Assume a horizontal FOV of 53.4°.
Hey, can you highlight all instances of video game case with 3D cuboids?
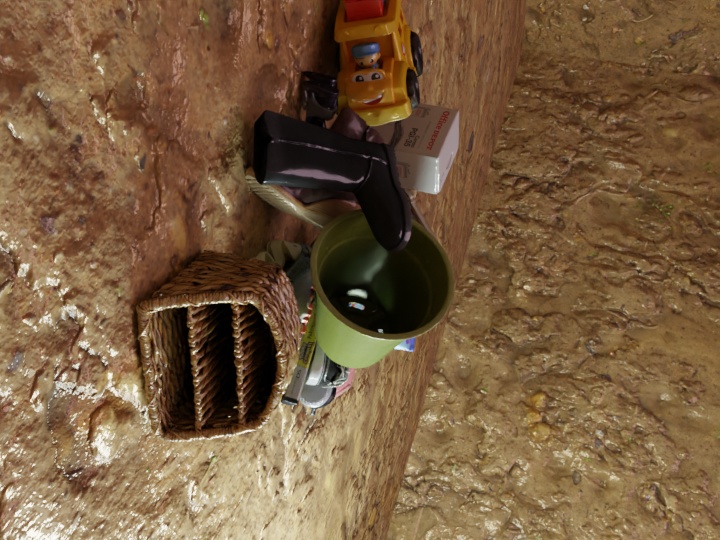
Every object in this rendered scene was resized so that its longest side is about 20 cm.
[{"bbox_3d":[-0.095,0.133,1.194,0.200,0.025,0.182,126,-19,-76],"label":"video game case"}]

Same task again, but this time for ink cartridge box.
[{"bbox_3d":[0.060,-0.224,1.242,0.083,0.198,0.147,86,22,-47],"label":"ink cartridge box"}]

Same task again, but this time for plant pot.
[{"bbox_3d":[0.009,0.049,1.024,0.190,0.199,0.201,115,-1,-55],"label":"plant pot"}]

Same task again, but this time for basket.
[{"bbox_3d":[-0.156,0.101,0.839,0.149,0.141,0.202,-53,151,-58],"label":"basket"}]

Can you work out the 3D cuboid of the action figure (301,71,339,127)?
[{"bbox_3d":[-0.069,-0.186,1.072,0.130,0.069,0.202,-64,165,-61],"label":"action figure"}]

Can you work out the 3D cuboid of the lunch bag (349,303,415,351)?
[{"bbox_3d":[0.027,0.020,1.170,0.094,0.149,0.202,-84,-179,-58],"label":"lunch bag"}]

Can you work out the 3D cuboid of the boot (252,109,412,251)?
[{"bbox_3d":[-0.037,-0.110,0.913,0.066,0.199,0.166,-40,-128,41],"label":"boot"}]

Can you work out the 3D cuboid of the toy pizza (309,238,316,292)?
[{"bbox_3d":[0.000,0.000,1.230,0.032,0.198,0.202,-81,174,-53],"label":"toy pizza"}]

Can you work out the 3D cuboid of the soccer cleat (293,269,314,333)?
[{"bbox_3d":[-0.111,0.037,1.106,0.200,0.077,0.070,-92,-159,-73],"label":"soccer cleat"}]

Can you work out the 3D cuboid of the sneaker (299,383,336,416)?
[{"bbox_3d":[-0.070,0.174,1.357,0.114,0.075,0.202,94,11,-62],"label":"sneaker"}]

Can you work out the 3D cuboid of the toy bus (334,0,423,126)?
[{"bbox_3d":[0.016,-0.346,1.082,0.193,0.134,0.201,73,18,-48],"label":"toy bus"}]

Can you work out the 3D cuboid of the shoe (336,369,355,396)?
[{"bbox_3d":[-0.032,0.172,1.496,0.092,0.071,0.201,90,25,-44],"label":"shoe"}]

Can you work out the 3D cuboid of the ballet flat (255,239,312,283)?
[{"bbox_3d":[-0.121,-0.006,1.037,0.200,0.073,0.075,-60,158,-55],"label":"ballet flat"}]

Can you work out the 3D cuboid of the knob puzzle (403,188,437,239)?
[{"bbox_3d":[0.052,-0.124,1.353,0.030,0.220,0.220,-33,149,-15],"label":"knob puzzle"}]

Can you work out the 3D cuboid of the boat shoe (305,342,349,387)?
[{"bbox_3d":[-0.049,0.161,1.196,0.199,0.067,0.074,90,15,-81],"label":"boat shoe"}]

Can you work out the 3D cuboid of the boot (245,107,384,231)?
[{"bbox_3d":[-0.060,-0.154,0.998,0.199,0.072,0.168,29,81,-46],"label":"boot"}]
